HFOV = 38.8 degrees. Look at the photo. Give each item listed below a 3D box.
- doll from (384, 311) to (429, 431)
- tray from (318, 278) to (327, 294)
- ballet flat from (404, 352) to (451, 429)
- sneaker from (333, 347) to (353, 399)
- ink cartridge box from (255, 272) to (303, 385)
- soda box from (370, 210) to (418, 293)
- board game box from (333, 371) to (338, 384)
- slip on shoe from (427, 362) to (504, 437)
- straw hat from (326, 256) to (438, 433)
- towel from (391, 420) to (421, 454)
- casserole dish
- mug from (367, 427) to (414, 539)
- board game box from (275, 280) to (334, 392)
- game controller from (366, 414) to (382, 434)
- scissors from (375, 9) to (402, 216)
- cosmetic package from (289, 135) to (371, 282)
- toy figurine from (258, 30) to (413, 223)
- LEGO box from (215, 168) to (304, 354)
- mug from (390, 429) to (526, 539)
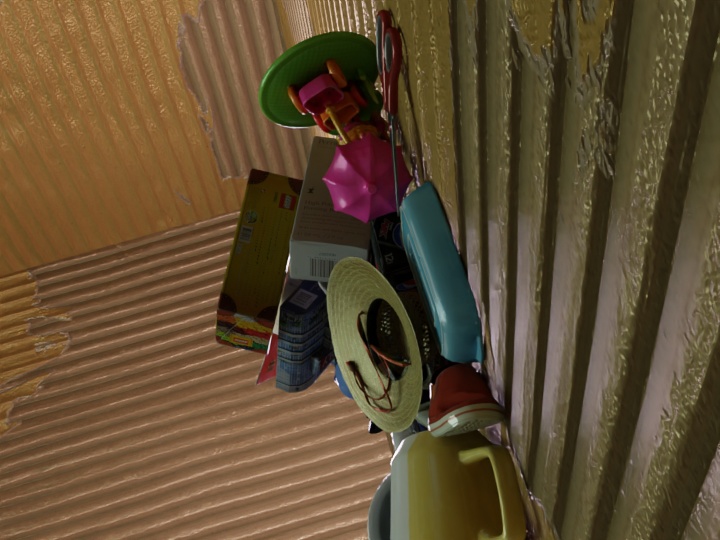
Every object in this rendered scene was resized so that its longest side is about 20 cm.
[{"bbox_3d":[0.064,0.120,1.273,0.137,0.048,0.202,-74,-34,-48],"label":"doll"},{"bbox_3d":[0.000,0.000,1.350,0.107,0.022,0.201,42,-148,-15],"label":"tray"},{"bbox_3d":[0.088,0.142,1.206,0.072,0.071,0.204,-136,31,-83],"label":"ballet flat"},{"bbox_3d":[-0.002,0.106,1.321,0.201,0.069,0.078,-75,11,-54],"label":"sneaker"},{"bbox_3d":[-0.074,0.080,1.525,0.200,0.043,0.176,-17,-54,-67],"label":"ink cartridge box"},{"bbox_3d":[0.050,-0.006,1.221,0.200,0.062,0.072,88,167,-72],"label":"soda box"},{"bbox_3d":[0.023,0.127,1.522,0.200,0.044,0.136,60,-128,-71],"label":"board game box"},{"bbox_3d":[0.097,0.125,1.011,0.200,0.073,0.062,5,-108,-89],"label":"slip on shoe"},{"bbox_3d":[0.045,0.070,1.126,0.201,0.084,0.204,38,137,47],"label":"straw hat"},{"bbox_3d":[0.092,0.237,1.438,0.201,0.084,0.168,-108,6,-54],"label":"towel"},{"bbox_3d":[0.078,0.005,1.037,0.122,0.038,0.202,82,173,-59],"label":"casserole dish"},{"bbox_3d":[0.082,0.278,1.221,0.175,0.146,0.203,53,-165,-75],"label":"mug"},{"bbox_3d":[-0.044,0.081,1.448,0.200,0.061,0.202,-49,-27,-44],"label":"board game box"},{"bbox_3d":[0.041,0.119,1.375,0.104,0.041,0.203,127,158,-73],"label":"game controller"},{"bbox_3d":[0.031,-0.161,1.045,0.073,0.014,0.203,-120,23,-59],"label":"scissors"},{"bbox_3d":[-0.027,-0.079,1.294,0.075,0.100,0.202,94,-178,-48],"label":"cosmetic package"},{"bbox_3d":[-0.004,-0.134,1.140,0.200,0.149,0.186,34,-152,-61],"label":"toy figurine"},{"bbox_3d":[-0.135,-0.010,1.365,0.149,0.076,0.203,113,169,-69],"label":"LEGO box"},{"bbox_3d":[0.108,0.242,1.051,0.149,0.185,0.156,21,-125,-51],"label":"mug"}]
